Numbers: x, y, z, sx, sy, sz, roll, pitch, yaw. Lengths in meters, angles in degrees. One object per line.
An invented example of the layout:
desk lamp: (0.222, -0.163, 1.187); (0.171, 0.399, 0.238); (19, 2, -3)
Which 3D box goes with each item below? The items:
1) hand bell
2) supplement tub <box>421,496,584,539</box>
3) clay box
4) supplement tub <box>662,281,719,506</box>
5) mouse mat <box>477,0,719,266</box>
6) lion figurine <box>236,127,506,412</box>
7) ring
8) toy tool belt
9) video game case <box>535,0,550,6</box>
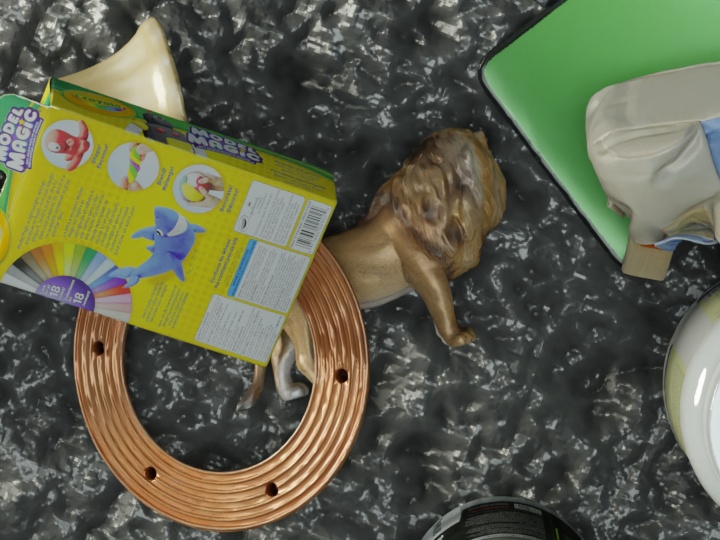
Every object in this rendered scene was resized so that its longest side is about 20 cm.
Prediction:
hand bell: (-0.205, -0.075, 1.642); (0.199, 0.104, 0.105); (-13, 94, -10)
supplement tub: (0.084, 0.205, 1.634); (0.122, 0.200, 0.124); (0, 94, 2)
clay box: (-0.126, -0.031, 1.599); (0.199, 0.048, 0.115); (19, 114, -12)
supplement tub: (0.250, 0.075, 1.618); (0.144, 0.200, 0.146); (0, 95, 2)
mouse mat: (0.188, -0.116, 1.680); (0.200, 0.008, 0.161); (-37, 93, 17)
lion figurine: (0.000, 0.000, 1.685); (0.199, 0.072, 0.123); (-20, 91, 6)
ring: (-0.082, 0.054, 1.684); (0.199, 0.019, 0.202); (1, 92, 24)
toy tool belt: (0.234, -0.059, 1.630); (0.199, 0.125, 0.123); (-11, 125, 15)
video game case: (0.105, -0.290, 1.662); (0.180, 0.026, 0.200); (39, 98, -11)
